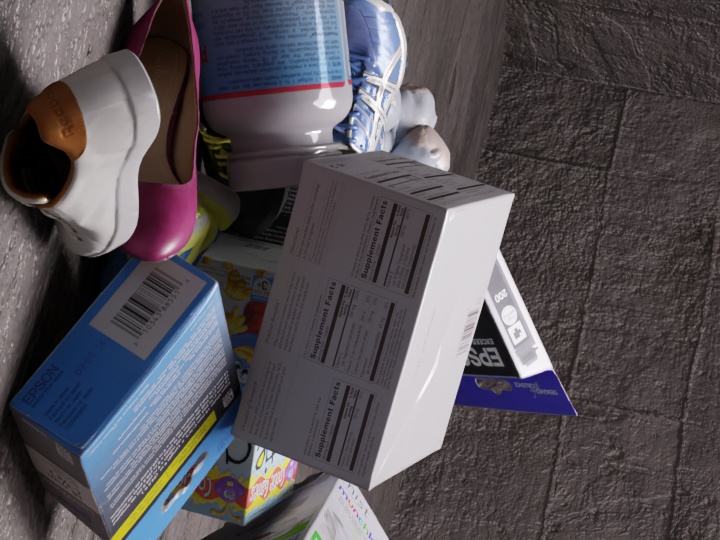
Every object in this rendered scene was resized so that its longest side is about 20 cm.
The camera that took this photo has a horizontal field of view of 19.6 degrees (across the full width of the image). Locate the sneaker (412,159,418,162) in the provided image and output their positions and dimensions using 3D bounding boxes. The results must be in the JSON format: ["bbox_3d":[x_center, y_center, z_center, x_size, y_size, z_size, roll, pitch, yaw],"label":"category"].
[{"bbox_3d":[0.000,0.000,1.585,0.072,0.083,0.201,57,48,-64],"label":"sneaker"}]

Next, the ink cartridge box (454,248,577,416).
[{"bbox_3d":[0.069,0.039,1.704,0.043,0.198,0.201,-34,106,-27],"label":"ink cartridge box"}]

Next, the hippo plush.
[{"bbox_3d":[-0.027,-0.135,1.981,0.200,0.159,0.161,-39,146,-1],"label":"hippo plush"}]

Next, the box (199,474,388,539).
[{"bbox_3d":[-0.089,0.261,1.647,0.097,0.200,0.176,59,15,-6],"label":"box"}]

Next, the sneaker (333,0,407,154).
[{"bbox_3d":[-0.004,-0.139,1.728,0.077,0.075,0.201,-69,164,-60],"label":"sneaker"}]

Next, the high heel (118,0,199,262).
[{"bbox_3d":[-0.131,-0.094,1.321,0.200,0.067,0.096,-102,-158,-50],"label":"high heel"}]

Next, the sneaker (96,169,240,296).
[{"bbox_3d":[-0.144,-0.017,1.451,0.105,0.076,0.200,-62,176,11],"label":"sneaker"}]

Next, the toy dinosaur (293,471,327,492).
[{"bbox_3d":[-0.114,0.178,1.759,0.060,0.199,0.106,-47,120,-40],"label":"toy dinosaur"}]

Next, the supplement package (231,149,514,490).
[{"bbox_3d":[0.010,0.029,1.457,0.156,0.111,0.201,-16,124,-68],"label":"supplement package"}]

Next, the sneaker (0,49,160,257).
[{"bbox_3d":[-0.174,-0.059,1.197,0.073,0.084,0.200,59,-23,17],"label":"sneaker"}]

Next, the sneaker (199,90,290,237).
[{"bbox_3d":[-0.102,-0.111,1.609,0.085,0.074,0.201,-57,147,-57],"label":"sneaker"}]

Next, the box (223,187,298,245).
[{"bbox_3d":[-0.072,0.018,1.824,0.148,0.104,0.200,93,10,-45],"label":"box"}]

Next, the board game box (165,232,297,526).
[{"bbox_3d":[-0.103,0.082,1.631,0.103,0.104,0.201,-24,124,-68],"label":"board game box"}]

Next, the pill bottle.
[{"bbox_3d":[-0.063,-0.160,1.473,0.109,0.108,0.201,-27,112,-80],"label":"pill bottle"}]

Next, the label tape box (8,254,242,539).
[{"bbox_3d":[-0.147,0.092,1.360,0.144,0.063,0.200,-52,161,-22],"label":"label tape box"}]
